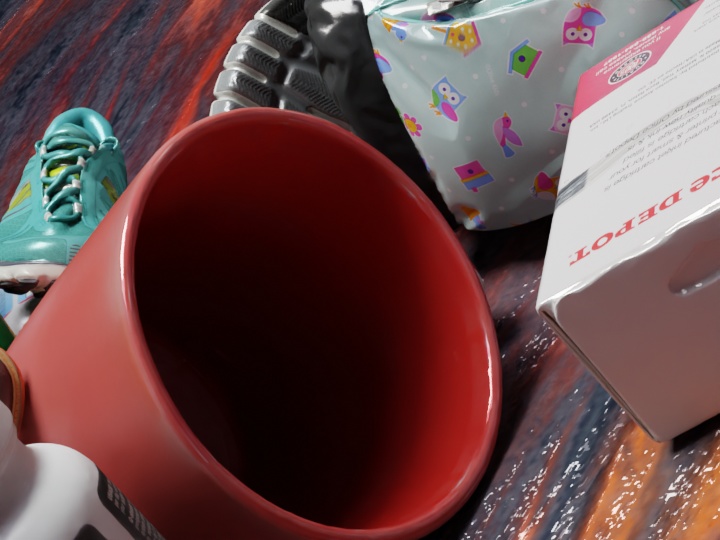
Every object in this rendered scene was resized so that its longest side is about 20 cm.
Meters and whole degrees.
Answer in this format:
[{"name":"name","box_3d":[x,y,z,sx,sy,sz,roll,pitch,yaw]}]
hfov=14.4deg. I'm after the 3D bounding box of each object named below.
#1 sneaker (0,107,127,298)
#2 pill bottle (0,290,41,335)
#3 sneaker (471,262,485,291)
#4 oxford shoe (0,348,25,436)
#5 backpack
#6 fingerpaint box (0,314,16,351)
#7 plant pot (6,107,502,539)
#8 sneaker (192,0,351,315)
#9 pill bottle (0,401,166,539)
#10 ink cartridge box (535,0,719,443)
[{"name":"sneaker","box_3d":[-0.149,-0.032,1.411,0.200,0.077,0.080,-106,23,-74]},{"name":"pill bottle","box_3d":[-0.145,0.051,1.472,0.109,0.109,0.200,-40,15,5]},{"name":"sneaker","box_3d":[0.000,0.000,1.391,0.200,0.071,0.112,-22,31,47]},{"name":"oxford shoe","box_3d":[-0.204,0.112,1.179,0.200,0.071,0.073,-59,-6,-14]},{"name":"backpack","box_3d":[0.091,-0.100,1.339,0.200,0.167,0.127,-15,37,20]},{"name":"fingerpaint box","box_3d":[-0.279,0.053,1.372,0.200,0.073,0.167,-36,38,-10]},{"name":"plant pot","box_3d":[-0.065,0.054,1.253,0.177,0.200,0.200,-35,19,47]},{"name":"sneaker","box_3d":[-0.065,-0.054,1.425,0.115,0.075,0.200,-29,31,59]},{"name":"pill bottle","box_3d":[-0.124,0.142,1.136,0.116,0.200,0.116,-35,20,15]},{"name":"ink cartridge box","box_3d":[0.160,-0.040,1.162,0.145,0.084,0.200,-32,21,25]}]
